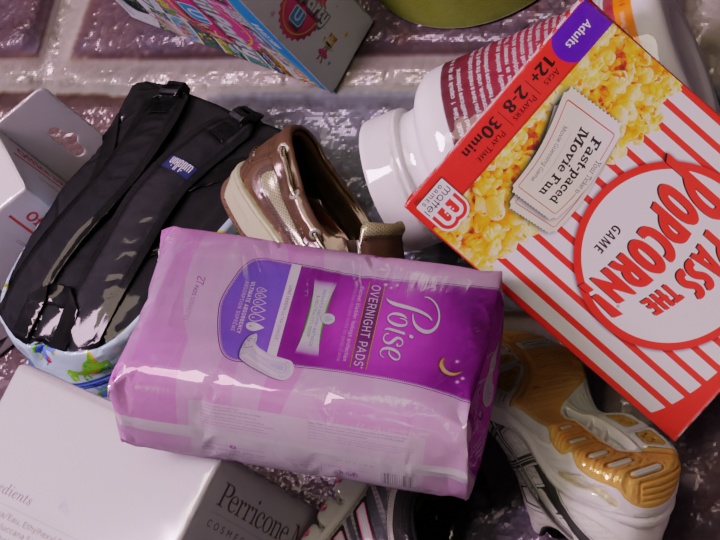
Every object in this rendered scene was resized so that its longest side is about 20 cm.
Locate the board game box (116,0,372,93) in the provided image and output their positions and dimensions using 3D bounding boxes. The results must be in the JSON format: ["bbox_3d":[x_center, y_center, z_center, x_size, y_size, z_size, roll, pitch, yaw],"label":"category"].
[{"bbox_3d":[-0.109,-0.205,1.391,0.200,0.148,0.064,23,79,35],"label":"board game box"}]

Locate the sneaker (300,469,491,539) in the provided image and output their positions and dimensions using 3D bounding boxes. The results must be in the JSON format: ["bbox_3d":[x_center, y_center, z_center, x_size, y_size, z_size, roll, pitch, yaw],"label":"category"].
[{"bbox_3d":[0.010,0.179,1.187,0.087,0.074,0.200,17,71,40],"label":"sneaker"}]

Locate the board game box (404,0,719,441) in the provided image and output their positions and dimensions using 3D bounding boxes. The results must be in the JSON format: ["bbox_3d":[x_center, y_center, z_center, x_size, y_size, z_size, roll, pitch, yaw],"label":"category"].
[{"bbox_3d":[0.148,-0.029,1.146,0.200,0.046,0.152,40,101,-2],"label":"board game box"}]

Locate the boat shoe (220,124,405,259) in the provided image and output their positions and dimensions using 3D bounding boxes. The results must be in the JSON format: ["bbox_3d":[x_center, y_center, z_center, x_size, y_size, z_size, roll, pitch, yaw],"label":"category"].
[{"bbox_3d":[-0.004,0.001,1.208,0.075,0.075,0.203,-47,72,28],"label":"boat shoe"}]

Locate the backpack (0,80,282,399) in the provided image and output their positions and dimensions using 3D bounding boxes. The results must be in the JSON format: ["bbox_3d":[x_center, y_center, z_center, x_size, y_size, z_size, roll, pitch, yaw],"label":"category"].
[{"bbox_3d":[-0.135,-0.002,1.321,0.163,0.154,0.200,20,51,30],"label":"backpack"}]

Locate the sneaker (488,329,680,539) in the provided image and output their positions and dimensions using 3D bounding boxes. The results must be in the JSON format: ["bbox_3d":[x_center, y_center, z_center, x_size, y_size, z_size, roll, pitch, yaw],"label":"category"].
[{"bbox_3d":[0.104,0.104,1.171,0.075,0.088,0.200,-8,28,-21],"label":"sneaker"}]

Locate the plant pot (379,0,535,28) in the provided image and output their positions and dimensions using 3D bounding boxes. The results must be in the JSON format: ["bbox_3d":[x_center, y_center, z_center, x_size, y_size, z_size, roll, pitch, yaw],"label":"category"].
[{"bbox_3d":[0.036,-0.283,1.314,0.186,0.200,0.188,-12,62,24],"label":"plant pot"}]

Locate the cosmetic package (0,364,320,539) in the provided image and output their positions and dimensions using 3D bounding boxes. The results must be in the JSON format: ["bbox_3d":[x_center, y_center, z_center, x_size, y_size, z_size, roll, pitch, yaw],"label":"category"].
[{"bbox_3d":[-0.143,0.190,1.211,0.165,0.165,0.201,20,79,33],"label":"cosmetic package"}]

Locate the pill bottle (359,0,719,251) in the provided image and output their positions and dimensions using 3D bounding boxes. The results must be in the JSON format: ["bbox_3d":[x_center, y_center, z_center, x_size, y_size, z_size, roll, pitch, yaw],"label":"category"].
[{"bbox_3d":[0.105,-0.086,1.236,0.199,0.113,0.113,-21,59,19],"label":"pill bottle"}]

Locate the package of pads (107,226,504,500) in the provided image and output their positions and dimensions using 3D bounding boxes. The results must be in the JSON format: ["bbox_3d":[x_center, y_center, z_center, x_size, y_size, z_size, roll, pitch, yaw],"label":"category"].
[{"bbox_3d":[-0.026,0.048,1.118,0.199,0.076,0.121,9,50,7],"label":"package of pads"}]

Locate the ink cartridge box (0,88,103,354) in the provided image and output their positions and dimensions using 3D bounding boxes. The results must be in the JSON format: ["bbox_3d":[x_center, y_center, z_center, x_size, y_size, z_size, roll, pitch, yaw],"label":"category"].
[{"bbox_3d":[-0.247,-0.017,1.397,0.200,0.116,0.067,-39,54,9],"label":"ink cartridge box"}]
